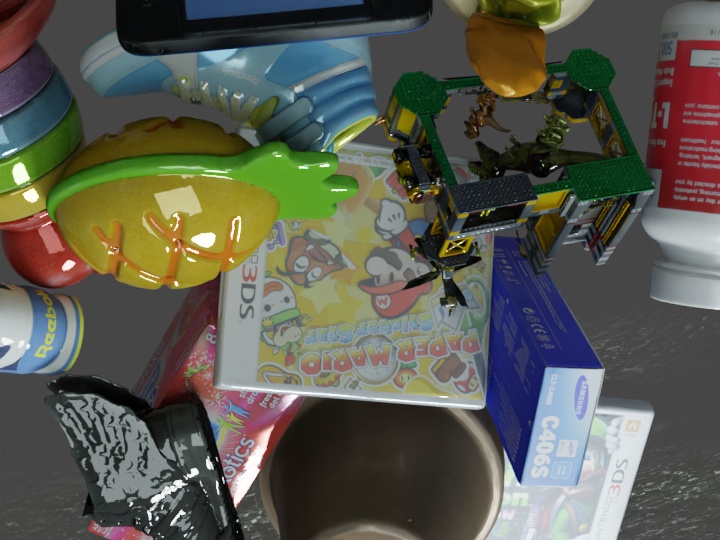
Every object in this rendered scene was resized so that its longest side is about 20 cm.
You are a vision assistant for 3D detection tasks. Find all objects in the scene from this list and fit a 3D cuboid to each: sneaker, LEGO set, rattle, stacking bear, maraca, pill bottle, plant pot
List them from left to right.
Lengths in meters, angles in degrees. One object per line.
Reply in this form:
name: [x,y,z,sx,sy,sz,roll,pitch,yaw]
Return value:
sneaker: [-0.292,0.044,0.956,0.199,0.082,0.074,-12,76,26]
stacking bear: [-0.230,-0.077,0.922,0.121,0.114,0.201,-12,125,11]
sneaker: [-0.147,0.160,0.966,0.104,0.060,0.201,-13,111,-1]
maraca: [-0.102,-0.046,0.872,0.199,0.137,0.108,-9,74,14]
sneaker: [-0.080,-0.113,0.913,0.199,0.080,0.131,-13,87,0]
plant pot: [0.012,0.188,1.028,0.199,0.175,0.201,2,116,4]
LEGO set: [0.101,-0.063,0.962,0.199,0.154,0.116,-18,155,-22]
rattle: [0.130,-0.228,0.881,0.130,0.143,0.200,45,110,-5]
pill bottle: [0.252,-0.076,0.936,0.112,0.112,0.201,5,94,-10]

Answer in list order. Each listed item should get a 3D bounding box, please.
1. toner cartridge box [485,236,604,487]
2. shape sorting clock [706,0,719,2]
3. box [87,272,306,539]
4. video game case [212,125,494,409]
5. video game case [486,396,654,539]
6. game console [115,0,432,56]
toner cartridge box: [0.118,0.059,0.981,0.043,0.200,0.096,2,117,-10]
shape sorting clock: [0.325,-0.246,0.948,0.199,0.039,0.201,-2,119,-3]
box: [-0.120,0.111,1.031,0.095,0.100,0.201,25,111,-19]
video game case: [0.000,0.000,0.971,0.199,0.023,0.183,6,82,-18]
video game case: [0.129,0.182,1.143,0.199,0.023,0.183,6,115,-10]
game console: [-0.062,-0.238,0.857,0.199,0.171,0.119,-6,140,-4]
